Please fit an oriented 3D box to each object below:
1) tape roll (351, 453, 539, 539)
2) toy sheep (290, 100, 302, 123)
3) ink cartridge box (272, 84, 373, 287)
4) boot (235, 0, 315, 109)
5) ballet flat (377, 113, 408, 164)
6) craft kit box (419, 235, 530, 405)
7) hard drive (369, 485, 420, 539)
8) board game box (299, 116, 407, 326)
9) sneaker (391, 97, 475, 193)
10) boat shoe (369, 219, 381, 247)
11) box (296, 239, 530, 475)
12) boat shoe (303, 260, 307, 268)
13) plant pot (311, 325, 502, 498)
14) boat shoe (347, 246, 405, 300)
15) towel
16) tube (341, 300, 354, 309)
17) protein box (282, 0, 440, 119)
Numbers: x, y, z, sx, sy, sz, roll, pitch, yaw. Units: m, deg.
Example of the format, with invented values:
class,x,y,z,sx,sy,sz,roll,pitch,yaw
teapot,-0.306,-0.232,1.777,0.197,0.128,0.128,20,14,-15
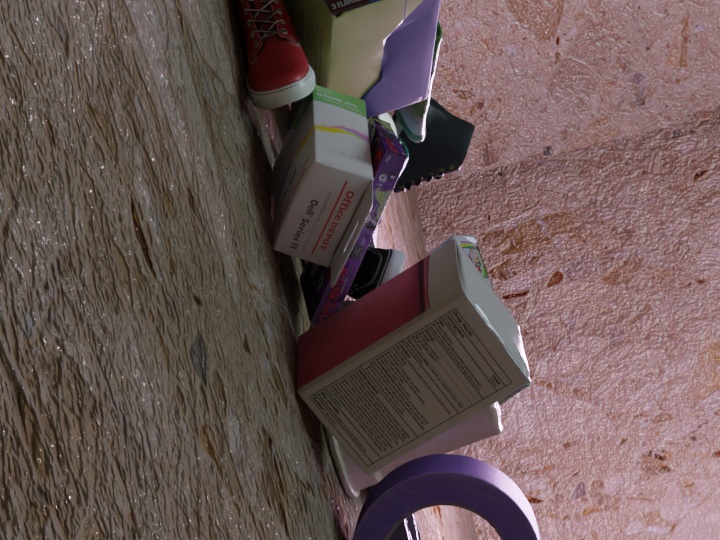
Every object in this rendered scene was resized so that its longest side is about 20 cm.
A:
class,x,y,z,sx,sy,sz,roll,pitch,yaw
tape roll,0.088,0.296,1.586,0.085,0.198,0.202,-46,123,-83
toy sheep,-0.028,-0.201,1.927,0.200,0.137,0.139,-19,96,-69
ink cartridge box,-0.041,-0.088,1.572,0.201,0.067,0.118,-96,-152,-55
boot,-0.102,-0.259,1.604,0.200,0.072,0.145,-109,-177,-62
ballet flat,-0.008,-0.195,1.809,0.201,0.070,0.067,54,40,-4
craft kit box,0.099,0.091,1.863,0.048,0.200,0.199,2,60,-38
hard drive,0.052,0.337,1.925,0.135,0.042,0.202,-75,151,-79
board game box,-0.010,-0.050,1.604,0.201,0.032,0.120,-66,-160,17
sneaker,0.063,-0.119,1.951,0.201,0.105,0.075,-63,-174,8
boat shoe,-0.006,-0.065,1.867,0.200,0.075,0.061,126,-21,-73
box,0.050,0.087,1.532,0.128,0.199,0.109,52,16,-24
boat shoe,-0.046,-0.058,1.734,0.076,0.071,0.202,-59,138,-65
plant pot,0.057,0.136,1.714,0.200,0.182,0.203,-12,90,-84
boat shoe,0.000,0.000,1.837,0.072,0.067,0.200,-67,-168,-4
towel,0.054,-0.263,1.811,0.150,0.030,0.201,62,-20,26
tube,-0.012,0.071,1.909,0.200,0.050,0.078,76,9,-84
protein box,-0.018,-0.305,1.710,0.199,0.134,0.201,96,-31,-56
